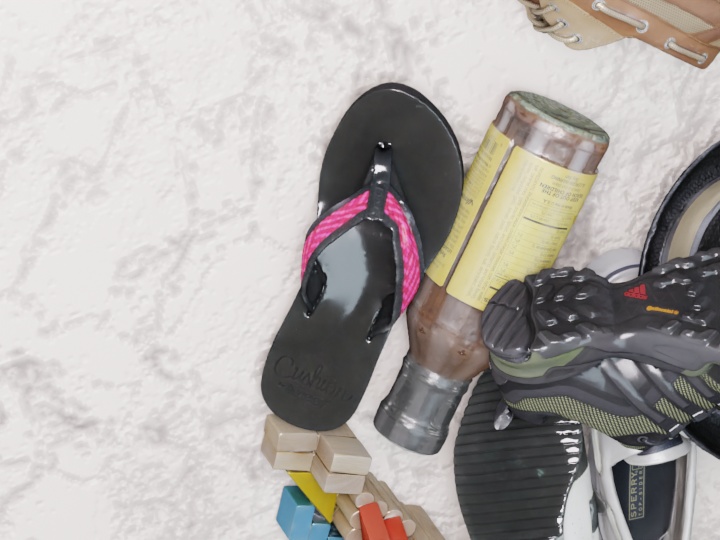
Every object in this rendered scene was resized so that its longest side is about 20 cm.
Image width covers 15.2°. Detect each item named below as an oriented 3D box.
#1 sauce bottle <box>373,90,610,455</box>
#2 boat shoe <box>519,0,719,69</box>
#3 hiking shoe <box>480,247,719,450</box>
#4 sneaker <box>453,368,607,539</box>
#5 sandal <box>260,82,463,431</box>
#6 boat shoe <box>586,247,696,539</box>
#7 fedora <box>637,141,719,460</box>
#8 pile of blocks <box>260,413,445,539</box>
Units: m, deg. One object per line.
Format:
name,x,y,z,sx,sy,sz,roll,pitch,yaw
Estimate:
sauce bottle,0.064,0.003,1.433,0.065,0.065,0.200,18,109,-28
boat shoe,0.116,-0.146,1.375,0.200,0.076,0.072,13,111,-25
hiking shoe,0.165,0.046,1.406,0.200,0.076,0.101,1,139,7
sneaker,0.098,0.143,1.503,0.074,0.089,0.200,-3,85,17
sandal,0.000,0.000,1.402,0.075,0.045,0.200,20,110,1
boat shoe,0.157,0.086,1.508,0.072,0.066,0.200,-10,118,-17
fedora,0.246,0.021,1.465,0.201,0.092,0.201,-5,99,-35
pile of blocks,0.009,0.160,1.488,0.082,0.062,0.200,-43,122,2
